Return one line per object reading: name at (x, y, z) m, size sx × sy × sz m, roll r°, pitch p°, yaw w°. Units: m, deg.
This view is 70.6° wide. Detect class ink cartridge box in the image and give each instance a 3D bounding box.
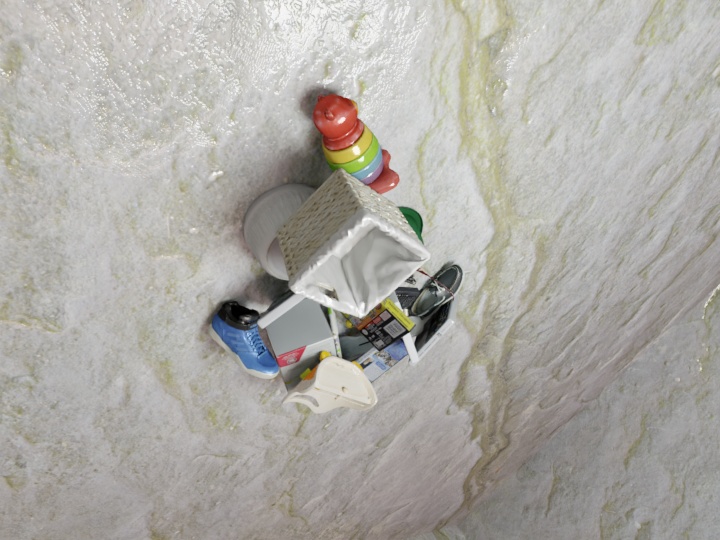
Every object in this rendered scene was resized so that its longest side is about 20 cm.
ink cartridge box at (-0.148, 0.198, 1.295) m, size 0.145 × 0.145 × 0.200 m, roll -19°, pitch 138°, yaw -13°

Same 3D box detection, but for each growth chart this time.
growth chart at (-0.063, 0.179, 1.334) m, size 0.018 × 0.145 × 0.200 m, roll -10°, pitch 140°, yaw -3°

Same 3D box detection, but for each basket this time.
basket at (-0.018, -0.049, 0.938) m, size 0.200 × 0.161 × 0.198 m, roll -42°, pitch 139°, yaw 21°

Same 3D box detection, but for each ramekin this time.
ramekin at (-0.136, -0.071, 1.061) m, size 0.200 × 0.105 × 0.200 m, roll -16°, pitch 137°, yaw -15°

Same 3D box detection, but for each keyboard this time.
keyboard at (0.080, 0.059, 1.385) m, size 0.200 × 0.021 × 0.127 m, roll 3°, pitch 130°, yaw -34°

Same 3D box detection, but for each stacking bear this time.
stacking bear at (-0.020, -0.240, 0.954) m, size 0.114 × 0.122 × 0.200 m, roll -24°, pitch 138°, yaw 10°

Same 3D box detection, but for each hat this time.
hat at (0.118, -0.032, 1.191) m, size 0.200 × 0.176 × 0.166 m, roll -8°, pitch 135°, yaw -24°

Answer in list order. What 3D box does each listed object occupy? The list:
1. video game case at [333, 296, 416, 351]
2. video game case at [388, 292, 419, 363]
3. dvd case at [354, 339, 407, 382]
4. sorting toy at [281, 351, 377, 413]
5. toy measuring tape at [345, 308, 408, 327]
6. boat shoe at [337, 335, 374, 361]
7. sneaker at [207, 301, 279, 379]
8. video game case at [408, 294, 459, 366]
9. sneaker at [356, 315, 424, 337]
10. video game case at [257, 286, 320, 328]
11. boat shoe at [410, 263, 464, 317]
video game case at (0.023, 0.100, 1.205) m, size 0.026 × 0.181 × 0.200 m, roll -44°, pitch 178°, yaw -29°
video game case at (0.091, 0.103, 1.274) m, size 0.024 × 0.182 × 0.200 m, roll -20°, pitch 124°, yaw 1°
dvd case at (0.038, 0.250, 1.357) m, size 0.200 × 0.018 × 0.143 m, roll -38°, pitch 146°, yaw 1°
sorting toy at (-0.096, 0.297, 1.247) m, size 0.200 × 0.107 × 0.180 m, roll 28°, pitch 124°, yaw -37°
toy measuring tape at (0.055, 0.132, 1.402) m, size 0.200 × 0.074 × 0.074 m, roll -7°, pitch 135°, yaw -23°
boat shoe at (-0.002, 0.214, 1.402) m, size 0.062 × 0.072 × 0.200 m, roll 16°, pitch 156°, yaw -39°
sneaker at (-0.253, 0.154, 1.169) m, size 0.111 × 0.200 × 0.077 m, roll -56°, pitch 168°, yaw 25°
video game case at (0.212, 0.163, 1.452) m, size 0.023 × 0.200 × 0.182 m, roll 37°, pitch 114°, yaw 0°
sneaker at (0.088, 0.191, 1.484) m, size 0.200 × 0.077 × 0.082 m, roll -12°, pitch 165°, yaw -1°
video game case at (-0.133, 0.043, 1.147) m, size 0.200 × 0.182 × 0.023 m, roll -36°, pitch 97°, yaw 7°
boat shoe at (0.214, 0.061, 1.421) m, size 0.060 × 0.076 × 0.200 m, roll 1°, pitch 131°, yaw -43°
